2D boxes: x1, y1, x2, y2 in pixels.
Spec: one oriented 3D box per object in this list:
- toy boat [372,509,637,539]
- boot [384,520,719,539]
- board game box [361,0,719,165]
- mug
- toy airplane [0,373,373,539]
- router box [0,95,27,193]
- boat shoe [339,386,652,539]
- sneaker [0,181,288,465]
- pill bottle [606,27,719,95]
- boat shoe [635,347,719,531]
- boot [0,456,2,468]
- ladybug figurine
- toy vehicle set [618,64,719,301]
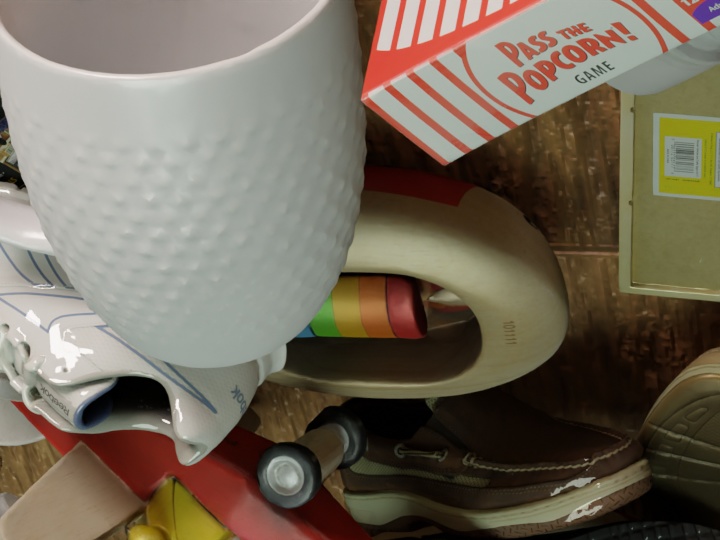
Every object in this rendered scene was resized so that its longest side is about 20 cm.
[{"bbox_3d":[0.090,0.195,1.595,0.200,0.131,0.131,-14,167,31],"label":"toy boat"},{"bbox_3d":[0.090,0.150,1.468,0.200,0.070,0.132,3,-179,-12],"label":"boot"},{"bbox_3d":[0.083,-0.150,1.049,0.151,0.200,0.046,-26,130,39],"label":"board game box"},{"bbox_3d":[-0.094,-0.055,1.243,0.200,0.148,0.176,4,131,13],"label":"mug"},{"bbox_3d":[-0.108,0.107,1.427,0.200,0.199,0.141,6,112,-28],"label":"toy airplane"},{"bbox_3d":[-0.180,-0.051,1.376,0.149,0.051,0.200,31,140,-26],"label":"router box"},{"bbox_3d":[0.054,0.085,1.447,0.202,0.075,0.075,-8,103,48],"label":"boat shoe"},{"bbox_3d":[-0.136,0.023,1.333,0.200,0.087,0.075,17,141,13],"label":"sneaker"},{"bbox_3d":[0.166,-0.143,1.107,0.114,0.115,0.200,36,137,-29],"label":"pill bottle"},{"bbox_3d":[0.172,0.088,1.452,0.074,0.066,0.200,16,147,7],"label":"boat shoe"},{"bbox_3d":[-0.295,0.110,1.578,0.200,0.107,0.075,11,142,-1],"label":"boot"},{"bbox_3d":[0.000,0.000,1.377,0.199,0.072,0.136,3,142,12],"label":"ladybug figurine"},{"bbox_3d":[0.175,-0.054,1.294,0.124,0.027,0.200,6,143,8],"label":"toy vehicle set"}]
